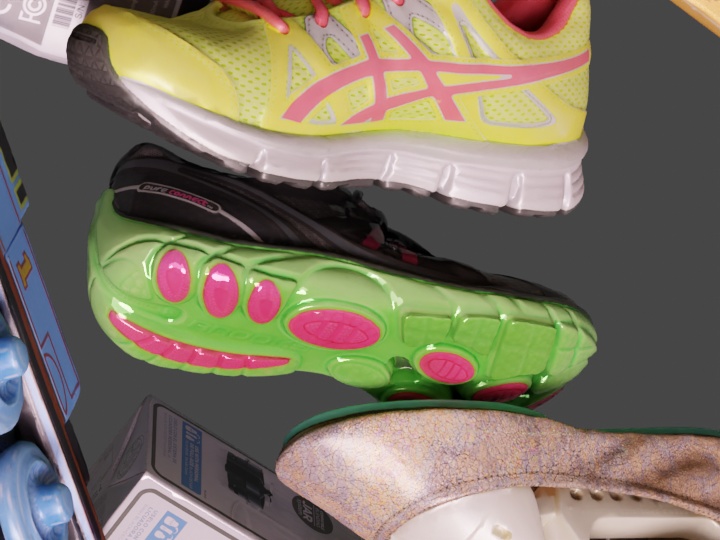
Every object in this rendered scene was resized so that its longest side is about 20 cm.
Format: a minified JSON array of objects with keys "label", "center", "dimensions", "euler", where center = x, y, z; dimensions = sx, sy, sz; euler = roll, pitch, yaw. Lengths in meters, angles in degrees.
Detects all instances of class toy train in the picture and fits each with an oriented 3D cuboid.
[{"label":"toy train","center":[-0.143,0.023,0.823],"dimensions":[0.086,0.114,0.201],"euler":[-13,111,13]}]

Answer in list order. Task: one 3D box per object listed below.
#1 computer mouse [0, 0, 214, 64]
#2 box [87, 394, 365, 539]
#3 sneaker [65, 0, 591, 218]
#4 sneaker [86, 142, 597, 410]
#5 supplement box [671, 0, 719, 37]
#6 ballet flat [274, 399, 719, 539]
[{"label":"computer mouse","center":[-0.139,-0.116,0.800],"dimensions":[0.199,0.044,0.110],"euler":[15,116,-17]},{"label":"box","center":[-0.029,0.150,0.924],"dimensions":[0.200,0.060,0.117],"euler":[34,107,-18]},{"label":"sneaker","center":[-0.004,-0.075,0.806],"dimensions":[0.199,0.078,0.091],"euler":[5,106,-38]},{"label":"sneaker","center":[0.000,0.000,0.849],"dimensions":[0.199,0.084,0.077],"euler":[18,135,-32]},{"label":"supplement box","center":[0.133,-0.109,0.819],"dimensions":[0.200,0.067,0.069],"euler":[36,104,-19]},{"label":"ballet flat","center":[0.066,0.086,0.861],"dimensions":[0.199,0.067,0.068],"euler":[4,146,-29]}]
